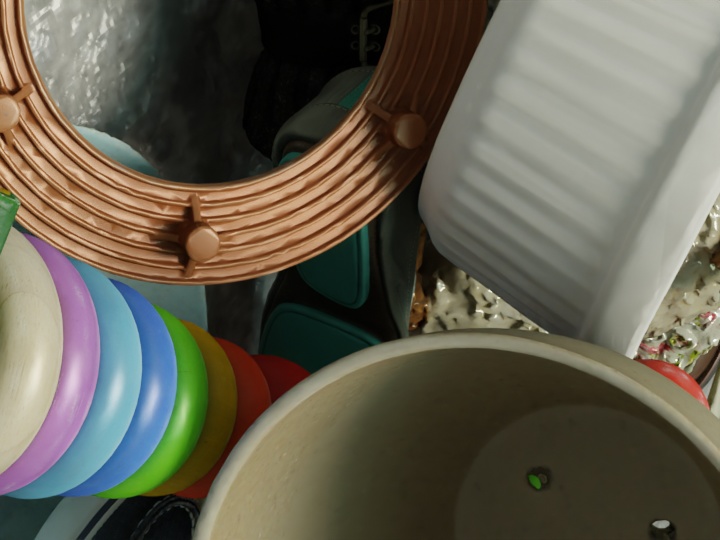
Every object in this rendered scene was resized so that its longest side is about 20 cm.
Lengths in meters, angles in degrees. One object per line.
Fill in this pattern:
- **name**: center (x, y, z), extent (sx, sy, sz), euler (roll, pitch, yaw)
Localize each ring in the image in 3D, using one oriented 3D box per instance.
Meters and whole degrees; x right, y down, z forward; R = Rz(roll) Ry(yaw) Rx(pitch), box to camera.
- **ring**: center (-0.046, -0.090, 0.716), extent (0.200, 0.019, 0.201), euler (-6, 107, -21)

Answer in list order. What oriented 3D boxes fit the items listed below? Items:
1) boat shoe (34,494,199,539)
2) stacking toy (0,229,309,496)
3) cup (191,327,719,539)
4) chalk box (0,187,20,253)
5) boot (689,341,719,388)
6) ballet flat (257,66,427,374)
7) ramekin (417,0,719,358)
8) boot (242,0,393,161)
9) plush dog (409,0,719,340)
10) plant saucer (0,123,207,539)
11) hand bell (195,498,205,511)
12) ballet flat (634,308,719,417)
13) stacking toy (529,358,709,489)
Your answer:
- **boat shoe**: center (-0.085, 0.163, 0.761), extent (0.071, 0.091, 0.200), euler (45, 65, -53)
- **stacking toy**: center (-0.075, 0.040, 0.717), extent (0.200, 0.085, 0.085), euler (18, 88, -55)
- **cup**: center (0.061, 0.107, 0.728), extent (0.143, 0.200, 0.200), euler (-23, 122, -68)
- **chalk box**: center (-0.204, 0.041, 0.584), extent (0.124, 0.124, 0.200), euler (32, 77, -55)
- **boot**: center (0.127, -0.026, 1.093), extent (0.200, 0.064, 0.187), euler (5, 94, -55)
- **ballet flat**: center (0.000, 0.000, 0.852), extent (0.064, 0.067, 0.200), euler (-52, 160, -33)
- **ramekin**: center (0.097, -0.068, 0.786), extent (0.202, 0.094, 0.202), euler (-60, 172, -14)
- **boot**: center (-0.035, -0.108, 0.813), extent (0.211, 0.079, 0.158), euler (-9, 139, -28)
- **plush dog**: center (0.096, -0.007, 0.961), extent (0.200, 0.172, 0.161), euler (26, 37, -44)
- **plant saucer**: center (-0.132, 0.044, 0.765), extent (0.201, 0.039, 0.201), euler (-28, 125, -48)
- **hand bell**: center (-0.071, 0.169, 0.885), extent (0.104, 0.104, 0.200), euler (16, 102, -56)
- **ballet flat**: center (0.141, 0.076, 1.089), extent (0.076, 0.064, 0.200), euler (-35, 153, -57)
- **stacking toy**: center (0.082, 0.107, 0.896), extent (0.200, 0.085, 0.085), euler (-42, 134, -39)
